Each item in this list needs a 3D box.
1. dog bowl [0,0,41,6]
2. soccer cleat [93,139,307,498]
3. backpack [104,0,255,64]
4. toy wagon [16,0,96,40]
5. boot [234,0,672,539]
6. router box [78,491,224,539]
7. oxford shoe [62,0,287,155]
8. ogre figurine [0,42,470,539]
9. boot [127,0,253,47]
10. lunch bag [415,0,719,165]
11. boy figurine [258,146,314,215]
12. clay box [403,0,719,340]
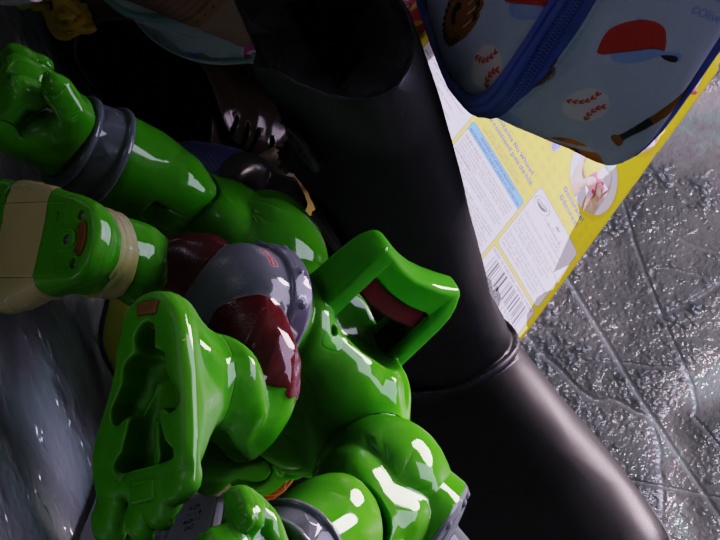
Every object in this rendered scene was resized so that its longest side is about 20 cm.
[{"bbox_3d":[-0.147,-0.158,0.619,0.200,0.058,0.202,-20,90,-87],"label":"dog bowl"},{"bbox_3d":[-0.056,0.049,0.839,0.065,0.083,0.202,-35,126,-56],"label":"soccer cleat"},{"bbox_3d":[-0.055,-0.176,0.885,0.126,0.166,0.202,-5,79,-67],"label":"backpack"},{"bbox_3d":[-0.147,-0.177,0.857,0.155,0.039,0.202,50,22,-78],"label":"toy wagon"},{"bbox_3d":[0.031,0.006,0.752,0.165,0.065,0.201,40,-27,44],"label":"boot"},{"bbox_3d":[-0.036,0.162,0.699,0.200,0.048,0.181,-88,159,-79],"label":"router box"},{"bbox_3d":[-0.061,-0.060,1.028,0.200,0.073,0.085,36,28,-27],"label":"oxford shoe"},{"bbox_3d":[-0.035,0.024,0.656,0.119,0.099,0.200,16,15,-44],"label":"ogre figurine"},{"bbox_3d":[-0.054,-0.193,0.766,0.166,0.201,0.072,34,-6,-18],"label":"boot"},{"bbox_3d":[0.077,-0.144,0.758,0.161,0.075,0.201,-60,-155,29],"label":"lunch bag"},{"bbox_3d":[0.000,0.000,0.995,0.199,0.064,0.125,-23,92,-44],"label":"boy figurine"},{"bbox_3d":[0.067,-0.078,0.896,0.200,0.047,0.115,-51,119,-35],"label":"clay box"}]
